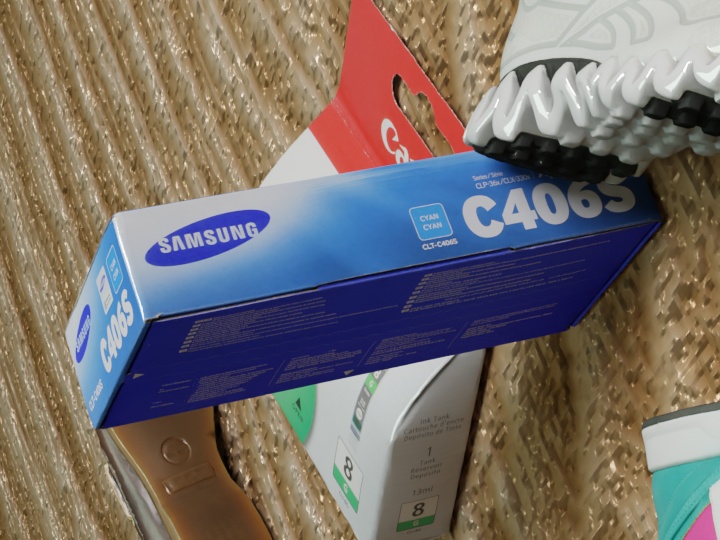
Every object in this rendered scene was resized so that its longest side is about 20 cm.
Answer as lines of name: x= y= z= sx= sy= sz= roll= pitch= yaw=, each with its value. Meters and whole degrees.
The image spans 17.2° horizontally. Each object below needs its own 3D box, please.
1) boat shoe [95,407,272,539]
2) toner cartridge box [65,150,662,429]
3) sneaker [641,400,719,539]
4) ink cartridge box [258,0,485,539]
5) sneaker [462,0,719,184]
boat shoe: x=-0.109 y=0.113 z=1.325 sx=0.201 sy=0.070 sz=0.070 roll=67 pitch=150 yaw=24
toner cartridge box: x=0.000 y=0.002 z=0.856 sx=0.095 sy=0.198 sz=0.043 roll=121 pitch=133 yaw=-57
sneaker: x=0.145 y=0.094 z=0.711 sx=0.200 sy=0.083 sz=0.122 roll=149 pitch=113 yaw=-74
ink cartridge box: x=0.000 y=0.000 z=1.052 sx=0.201 sy=0.050 sz=0.161 roll=97 pitch=150 yaw=-42
sneaker: x=0.102 y=-0.076 z=0.754 sx=0.199 sy=0.075 sz=0.082 roll=-1 pitch=74 yaw=59
